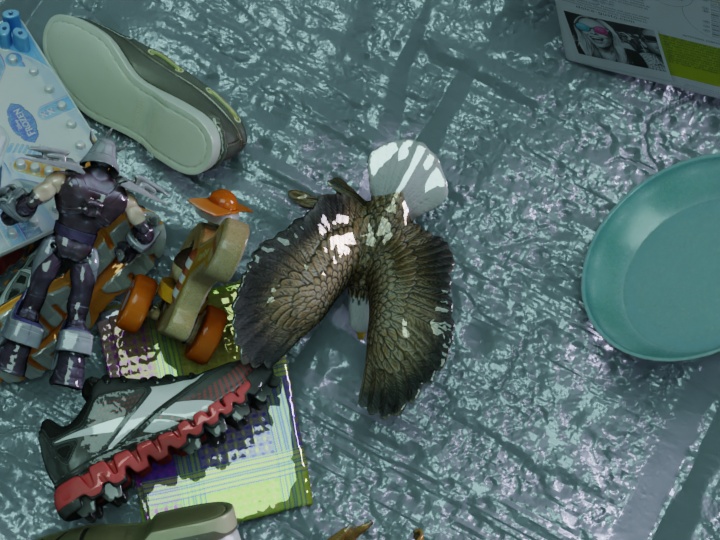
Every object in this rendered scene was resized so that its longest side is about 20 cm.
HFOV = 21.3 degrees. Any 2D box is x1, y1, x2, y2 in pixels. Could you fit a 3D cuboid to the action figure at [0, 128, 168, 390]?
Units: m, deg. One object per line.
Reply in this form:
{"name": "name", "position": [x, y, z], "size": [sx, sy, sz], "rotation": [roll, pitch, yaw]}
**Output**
{"name": "action figure", "position": [-0.223, -0.014, 1.458], "size": [0.130, 0.069, 0.201], "rotation": [18, 91, -13]}

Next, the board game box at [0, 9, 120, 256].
{"name": "board game box", "position": [-0.317, -0.100, 1.520], "size": [0.200, 0.026, 0.200], "rotation": [-26, 67, -20]}

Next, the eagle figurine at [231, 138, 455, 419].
{"name": "eagle figurine", "position": [0.002, 0.006, 1.509], "size": [0.151, 0.200, 0.151], "rotation": [-17, 115, 24]}

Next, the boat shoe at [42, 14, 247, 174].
{"name": "boat shoe", "position": [-0.181, -0.150, 1.594], "size": [0.202, 0.072, 0.060], "rotation": [37, 33, 21]}

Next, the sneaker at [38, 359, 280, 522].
{"name": "sneaker", "position": [-0.162, 0.110, 1.483], "size": [0.200, 0.071, 0.098], "rotation": [-30, 79, -10]}

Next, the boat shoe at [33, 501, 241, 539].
{"name": "boat shoe", "position": [-0.186, 0.231, 1.462], "size": [0.199, 0.075, 0.069], "rotation": [-11, 100, 11]}

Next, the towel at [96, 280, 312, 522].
{"name": "towel", "position": [-0.124, 0.108, 1.535], "size": [0.143, 0.023, 0.201], "rotation": [-13, 74, -7]}

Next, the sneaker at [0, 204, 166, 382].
{"name": "sneaker", "position": [-0.248, 0.013, 1.539], "size": [0.200, 0.078, 0.077], "rotation": [-40, 48, -9]}

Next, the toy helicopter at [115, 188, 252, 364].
{"name": "toy helicopter", "position": [-0.115, -0.011, 1.457], "size": [0.079, 0.200, 0.133], "rotation": [25, 74, -12]}

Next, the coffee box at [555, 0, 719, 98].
{"name": "coffee box", "position": [0.285, -0.278, 1.562], "size": [0.199, 0.198, 0.200], "rotation": [18, 72, 19]}

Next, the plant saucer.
{"name": "plant saucer", "position": [0.276, -0.004, 1.541], "size": [0.199, 0.036, 0.200], "rotation": [-20, 47, 23]}

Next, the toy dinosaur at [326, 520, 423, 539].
{"name": "toy dinosaur", "position": [0.005, 0.253, 1.475], "size": [0.200, 0.060, 0.106], "rotation": [-27, 77, -10]}

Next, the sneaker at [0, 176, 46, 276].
{"name": "sneaker", "position": [-0.326, -0.026, 1.552], "size": [0.200, 0.081, 0.083], "rotation": [-37, 60, -19]}

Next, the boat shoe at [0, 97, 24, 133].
{"name": "boat shoe", "position": [-0.370, -0.113, 1.571], "size": [0.199, 0.072, 0.069], "rotation": [-17, 59, -5]}
